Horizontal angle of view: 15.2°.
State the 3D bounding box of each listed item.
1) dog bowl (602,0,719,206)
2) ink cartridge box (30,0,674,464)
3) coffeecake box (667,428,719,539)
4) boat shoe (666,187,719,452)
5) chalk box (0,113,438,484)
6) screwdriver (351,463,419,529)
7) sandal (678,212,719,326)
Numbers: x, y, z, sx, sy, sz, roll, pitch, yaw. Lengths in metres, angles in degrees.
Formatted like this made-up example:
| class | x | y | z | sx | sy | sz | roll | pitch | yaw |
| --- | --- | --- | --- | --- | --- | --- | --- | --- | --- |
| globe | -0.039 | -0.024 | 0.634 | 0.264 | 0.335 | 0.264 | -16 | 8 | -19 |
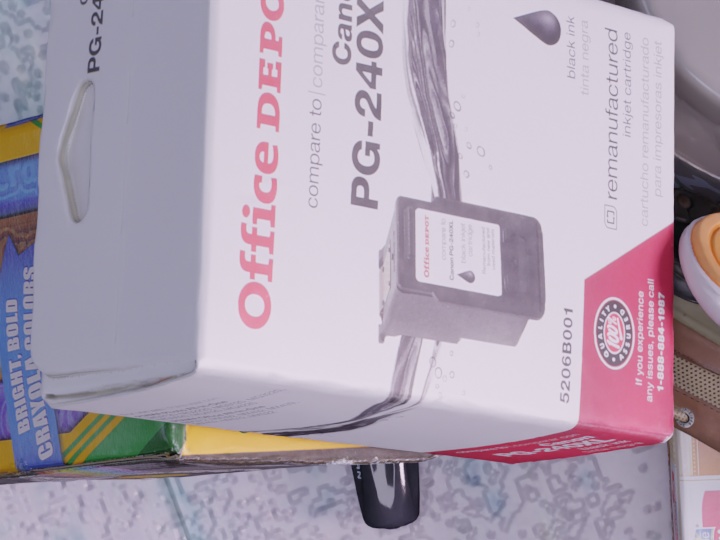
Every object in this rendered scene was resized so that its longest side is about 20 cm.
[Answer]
| class | x | y | z | sx | sy | sz | roll | pitch | yaw |
| --- | --- | --- | --- | --- | --- | --- | --- | --- | --- |
| dog bowl | 0.167 | -0.105 | 0.962 | 0.199 | 0.059 | 0.201 | -2 | 68 | 5 |
| ink cartridge box | 0.003 | -0.022 | 0.851 | 0.199 | 0.083 | 0.146 | 10 | 77 | -40 |
| coffeecake box | 0.213 | 0.052 | 0.996 | 0.199 | 0.073 | 0.155 | -3 | 94 | 4 |
| boat shoe | 0.160 | 0.052 | 0.933 | 0.200 | 0.076 | 0.074 | 35 | 119 | 6 |
| chalk box | -0.083 | 0.012 | 0.962 | 0.199 | 0.124 | 0.125 | -8 | 83 | 47 |
| screwdriver | 0.000 | 0.000 | 1.024 | 0.028 | 0.029 | 0.201 | -7 | 99 | 4 |
| sandal | 0.206 | 0.015 | 0.889 | 0.206 | 0.079 | 0.059 | 17 | 130 | -17 |
